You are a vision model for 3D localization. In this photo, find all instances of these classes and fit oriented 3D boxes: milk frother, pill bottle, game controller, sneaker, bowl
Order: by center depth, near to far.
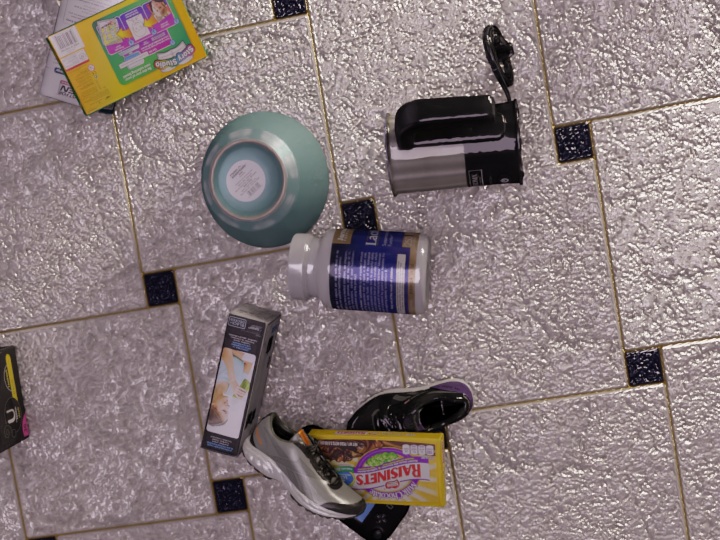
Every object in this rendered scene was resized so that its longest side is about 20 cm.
[{"bbox_3d":[0.128,-0.223,1.391,0.185,0.182,0.202,-4,52,8],"label":"milk frother"},{"bbox_3d":[-0.074,0.277,1.399,0.199,0.074,0.080,34,105,11],"label":"sneaker"},{"bbox_3d":[0.000,0.000,1.424,0.196,0.116,0.118,3,96,8],"label":"pill bottle"},{"bbox_3d":[-0.149,-0.131,1.441,0.197,0.105,0.205,1,95,7],"label":"bowl"},{"bbox_3d":[0.066,0.209,1.447,0.197,0.088,0.077,-21,92,10],"label":"sneaker"},{"bbox_3d":[-0.024,0.316,1.479,0.199,0.042,0.105,35,119,4],"label":"game controller"}]

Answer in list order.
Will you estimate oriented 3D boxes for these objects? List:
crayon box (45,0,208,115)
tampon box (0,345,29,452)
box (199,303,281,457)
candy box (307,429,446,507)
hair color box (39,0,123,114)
[{"bbox_3d":[-0.333,-0.321,1.427,0.198,0.058,0.120,-28,110,-11],"label":"crayon box"},{"bbox_3d":[-0.637,0.209,1.533,0.196,0.126,0.153,-7,95,8],"label":"tampon box"},{"bbox_3d":[-0.175,0.159,1.466,0.059,0.117,0.203,14,96,4],"label":"box"},{"bbox_3d":[0.023,0.282,1.422,0.196,0.026,0.104,-1,102,16],"label":"candy box"},{"bbox_3d":[-0.399,-0.344,1.481,0.098,0.061,0.203,17,97,5],"label":"hair color box"}]
